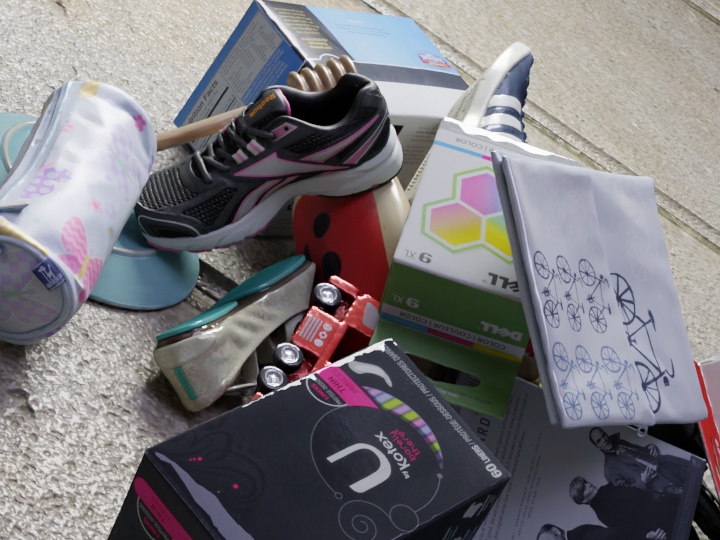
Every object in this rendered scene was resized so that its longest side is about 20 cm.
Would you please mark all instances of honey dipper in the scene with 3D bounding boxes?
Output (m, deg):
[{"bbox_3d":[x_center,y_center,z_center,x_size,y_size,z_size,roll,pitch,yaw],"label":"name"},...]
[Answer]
[{"bbox_3d":[-0.096,-0.108,1.617,0.199,0.038,0.038,-18,49,-14],"label":"honey dipper"}]

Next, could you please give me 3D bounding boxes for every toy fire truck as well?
[{"bbox_3d":[-0.005,0.103,1.481,0.140,0.049,0.200,30,44,2],"label":"toy fire truck"}]

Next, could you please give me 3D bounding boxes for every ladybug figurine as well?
[{"bbox_3d":[0.000,0.000,1.636,0.071,0.136,0.201,-8,52,-15],"label":"ladybug figurine"}]

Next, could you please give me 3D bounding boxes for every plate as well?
[{"bbox_3d":[-0.193,-0.051,1.581,0.199,0.026,0.201,29,28,-17],"label":"plate"}]

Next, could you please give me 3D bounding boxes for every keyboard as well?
[{"bbox_3d":[0.236,0.146,1.762,0.127,0.021,0.200,37,16,-50],"label":"keyboard"}]

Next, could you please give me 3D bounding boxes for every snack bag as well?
[{"bbox_3d":[0.167,0.017,1.519,0.199,0.021,0.190,7,67,-51],"label":"snack bag"}]

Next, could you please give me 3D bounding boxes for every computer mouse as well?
[{"bbox_3d":[0.212,0.091,1.666,0.139,0.052,0.200,67,10,7],"label":"computer mouse"}]

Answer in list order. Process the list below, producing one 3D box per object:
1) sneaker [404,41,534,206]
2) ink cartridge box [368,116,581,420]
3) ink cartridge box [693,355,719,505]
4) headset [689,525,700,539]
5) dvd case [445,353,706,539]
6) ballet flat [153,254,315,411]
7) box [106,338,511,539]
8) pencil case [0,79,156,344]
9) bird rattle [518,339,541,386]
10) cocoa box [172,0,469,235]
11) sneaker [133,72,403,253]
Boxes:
[{"bbox_3d":[0.101,-0.088,1.698,0.084,0.075,0.201,36,49,-6],"label":"sneaker"},{"bbox_3d":[0.075,-0.005,1.523,0.103,0.060,0.201,18,47,3],"label":"ink cartridge box"},{"bbox_3d":[0.286,0.157,1.655,0.176,0.044,0.201,44,31,-69],"label":"ink cartridge box"},{"bbox_3d":[0.188,0.151,1.647,0.199,0.094,0.124,27,25,-45],"label":"headset"},{"bbox_3d":[0.131,0.162,1.524,0.199,0.025,0.151,24,70,-18],"label":"dvd case"},{"bbox_3d":[-0.080,0.045,1.544,0.200,0.067,0.063,-34,102,-59],"label":"ballet flat"},{"bbox_3d":[-0.031,0.142,1.316,0.199,0.106,0.122,-24,62,-41],"label":"box"},{"bbox_3d":[-0.196,-0.041,1.457,0.091,0.083,0.200,51,32,-19],"label":"pencil case"},{"bbox_3d":[0.088,0.043,1.659,0.162,0.113,0.200,24,-15,38],"label":"bird rattle"},{"bbox_3d":[-0.019,-0.117,1.782,0.199,0.134,0.131,0,45,-51],"label":"cocoa box"},{"bbox_3d":[-0.070,-0.087,1.577,0.199,0.087,0.080,-23,47,-14],"label":"sneaker"}]
